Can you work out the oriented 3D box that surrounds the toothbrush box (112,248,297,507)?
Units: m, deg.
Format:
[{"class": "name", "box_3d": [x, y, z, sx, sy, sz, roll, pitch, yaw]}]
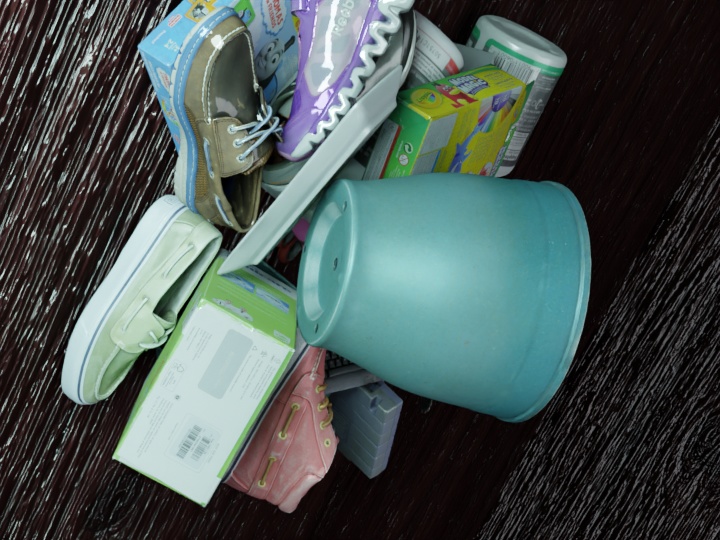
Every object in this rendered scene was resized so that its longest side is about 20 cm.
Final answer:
[{"class": "toothbrush box", "box_3d": [-0.122, 0.080, 1.055, 0.146, 0.086, 0.200, -60, -171, 9]}]

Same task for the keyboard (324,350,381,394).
[{"class": "keyboard", "box_3d": [0.000, 0.044, 1.218, 0.199, 0.021, 0.128, -11, 90, -40]}]

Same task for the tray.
[{"class": "tray", "box_3d": [-0.035, -0.074, 1.018, 0.200, 0.022, 0.107, -47, -177, 32]}]

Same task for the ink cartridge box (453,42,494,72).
[{"class": "ink cartridge box", "box_3d": [0.071, -0.120, 1.342, 0.145, 0.083, 0.201, -76, -179, -54]}]

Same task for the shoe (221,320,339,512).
[{"class": "shoe", "box_3d": [-0.050, 0.114, 1.125, 0.201, 0.091, 0.072, -59, -170, 8]}]

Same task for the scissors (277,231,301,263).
[{"class": "scissors", "box_3d": [-0.026, -0.080, 1.361, 0.200, 0.014, 0.073, -45, 157, -29]}]

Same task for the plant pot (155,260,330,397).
[{"class": "plant pot", "box_3d": [-0.111, 0.119, 1.290, 0.141, 0.141, 0.200, -44, 163, -30]}]

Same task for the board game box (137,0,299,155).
[{"class": "board game box", "box_3d": [-0.083, -0.193, 1.017, 0.200, 0.036, 0.152, -51, 160, -18]}]

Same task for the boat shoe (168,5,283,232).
[{"class": "boat shoe", "box_3d": [-0.094, -0.108, 0.962, 0.072, 0.072, 0.201, -43, 158, -30]}]

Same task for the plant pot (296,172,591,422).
[{"class": "plant pot", "box_3d": [0.054, 0.008, 1.032, 0.200, 0.187, 0.202, -168, -90, -72]}]

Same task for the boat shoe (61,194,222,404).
[{"class": "boat shoe", "box_3d": [-0.187, 0.034, 1.083, 0.201, 0.062, 0.072, -61, 160, 12]}]

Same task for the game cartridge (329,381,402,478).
[{"class": "game cartridge", "box_3d": [-0.039, 0.116, 1.356, 0.038, 0.200, 0.130, -34, 152, -28]}]

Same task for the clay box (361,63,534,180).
[{"class": "clay box", "box_3d": [0.080, -0.117, 1.161, 0.200, 0.047, 0.115, -27, 145, -52]}]

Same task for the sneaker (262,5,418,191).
[{"class": "sneaker", "box_3d": [-0.024, -0.149, 1.066, 0.201, 0.074, 0.079, -53, 168, 9]}]

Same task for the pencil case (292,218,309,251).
[{"class": "pencil case", "box_3d": [0.000, 0.000, 1.297, 0.090, 0.201, 0.094, -27, -159, -3]}]

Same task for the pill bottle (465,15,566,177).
[{"class": "pill bottle", "box_3d": [0.144, -0.178, 1.465, 0.113, 0.113, 0.201, -18, 138, -60]}]

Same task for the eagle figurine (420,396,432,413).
[{"class": "eagle figurine", "box_3d": [0.061, 0.088, 1.623, 0.200, 0.151, 0.152, -43, 168, -52]}]

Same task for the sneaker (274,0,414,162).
[{"class": "sneaker", "box_3d": [-0.022, -0.182, 0.993, 0.201, 0.088, 0.080, -61, -175, 4]}]

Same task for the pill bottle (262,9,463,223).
[{"class": "pill bottle", "box_3d": [-0.005, -0.140, 1.169, 0.201, 0.114, 0.114, -55, 161, -4]}]
